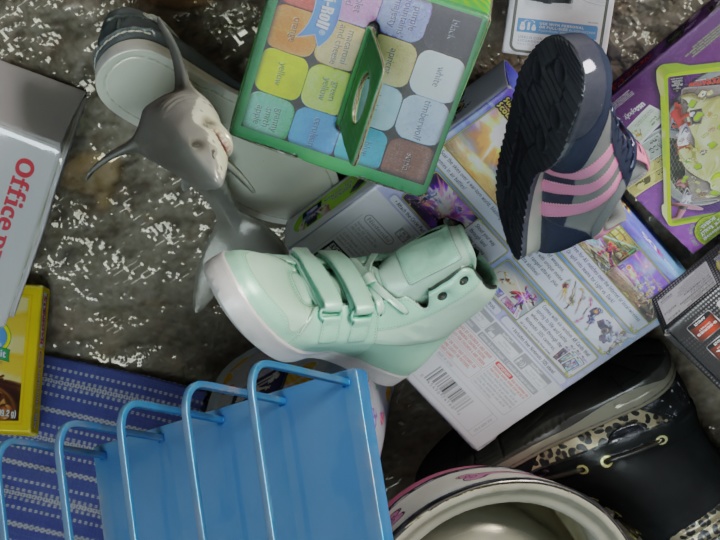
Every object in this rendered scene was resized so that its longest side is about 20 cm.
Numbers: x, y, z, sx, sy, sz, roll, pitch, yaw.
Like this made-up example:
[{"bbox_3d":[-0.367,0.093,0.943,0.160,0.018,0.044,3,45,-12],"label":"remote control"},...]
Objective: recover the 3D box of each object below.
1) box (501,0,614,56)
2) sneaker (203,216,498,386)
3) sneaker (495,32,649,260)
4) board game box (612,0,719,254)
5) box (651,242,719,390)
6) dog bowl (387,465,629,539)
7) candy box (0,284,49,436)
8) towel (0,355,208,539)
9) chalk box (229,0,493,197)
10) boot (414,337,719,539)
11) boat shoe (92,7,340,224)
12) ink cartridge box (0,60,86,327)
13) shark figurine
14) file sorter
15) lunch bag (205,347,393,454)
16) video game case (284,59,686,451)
[{"bbox_3d":[0.123,-0.232,1.233,0.060,0.117,0.201,7,120,3],"label":"box"},{"bbox_3d":[0.000,0.000,1.297,0.118,0.074,0.200,-41,148,21],"label":"sneaker"},{"bbox_3d":[0.131,-0.077,1.262,0.082,0.070,0.200,-10,156,-11],"label":"sneaker"},{"bbox_3d":[0.240,-0.110,1.341,0.120,0.032,0.200,44,117,-13],"label":"board game box"},{"bbox_3d":[0.309,0.016,1.370,0.200,0.044,0.160,-40,114,16],"label":"box"},{"bbox_3d":[0.078,0.215,1.407,0.199,0.074,0.201,-5,108,-16],"label":"dog bowl"},{"bbox_3d":[-0.313,0.055,1.476,0.199,0.026,0.103,2,79,5],"label":"candy box"},{"bbox_3d":[-0.189,0.157,1.465,0.144,0.201,0.024,12,151,0],"label":"towel"},{"bbox_3d":[0.002,-0.133,1.255,0.124,0.200,0.125,18,120,-3],"label":"chalk box"},{"bbox_3d":[0.155,0.147,1.478,0.203,0.074,0.154,-28,116,23],"label":"boot"},{"bbox_3d":[-0.087,-0.098,1.366,0.073,0.062,0.200,-39,130,21],"label":"boat shoe"},{"bbox_3d":[-0.291,-0.071,1.396,0.199,0.083,0.146,20,120,-5],"label":"ink cartridge box"},{"bbox_3d":[-0.115,-0.059,1.294,0.089,0.215,0.128,-27,72,-4],"label":"shark figurine"},{"bbox_3d":[-0.099,0.143,1.276,0.199,0.123,0.139,-18,72,27],"label":"file sorter"},{"bbox_3d":[-0.050,0.134,1.438,0.127,0.170,0.200,21,124,-4],"label":"lunch bag"},{"bbox_3d":[0.083,-0.006,1.396,0.181,0.046,0.200,-35,114,19],"label":"video game case"}]
